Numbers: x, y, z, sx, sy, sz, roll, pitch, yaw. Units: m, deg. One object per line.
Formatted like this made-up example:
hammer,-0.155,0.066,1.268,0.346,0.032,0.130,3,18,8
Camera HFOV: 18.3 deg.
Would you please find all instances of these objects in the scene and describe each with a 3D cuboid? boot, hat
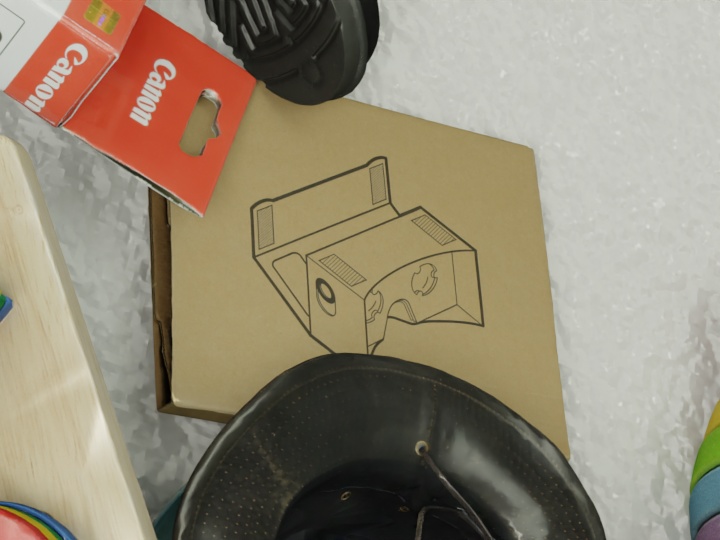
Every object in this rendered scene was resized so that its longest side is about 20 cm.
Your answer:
boot,-0.005,-0.184,0.995,0.158,0.079,0.211,-17,79,-37
hat,0.000,0.128,0.878,0.200,0.081,0.201,10,71,-32

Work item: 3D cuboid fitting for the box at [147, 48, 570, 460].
box,0.000,0.000,0.973,0.200,0.021,0.164,13,59,-32

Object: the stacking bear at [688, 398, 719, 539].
stacking bear,0.207,0.085,1.055,0.114,0.121,0.200,27,55,-23

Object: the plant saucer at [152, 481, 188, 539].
plant saucer,-0.019,0.169,0.919,0.200,0.027,0.200,11,70,-31

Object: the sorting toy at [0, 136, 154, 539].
sorting toy,-0.180,0.077,0.727,0.199,0.070,0.200,-20,82,3

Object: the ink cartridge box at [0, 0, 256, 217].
ink cartridge box,-0.121,-0.118,0.888,0.200,0.050,0.109,34,36,-14
